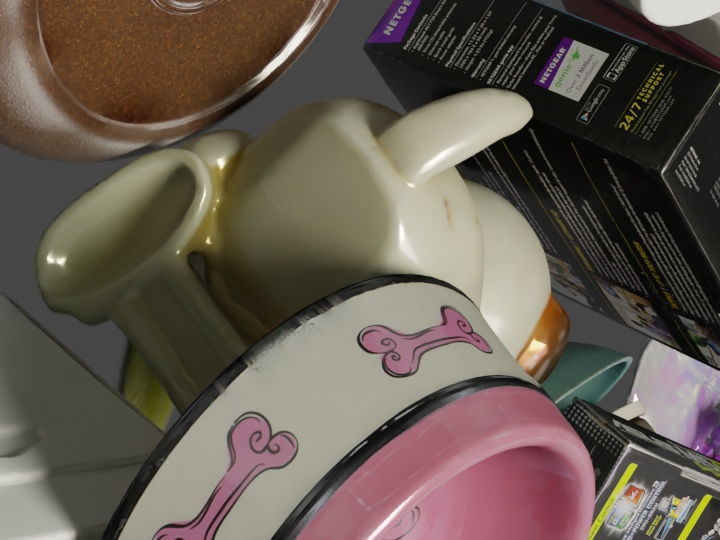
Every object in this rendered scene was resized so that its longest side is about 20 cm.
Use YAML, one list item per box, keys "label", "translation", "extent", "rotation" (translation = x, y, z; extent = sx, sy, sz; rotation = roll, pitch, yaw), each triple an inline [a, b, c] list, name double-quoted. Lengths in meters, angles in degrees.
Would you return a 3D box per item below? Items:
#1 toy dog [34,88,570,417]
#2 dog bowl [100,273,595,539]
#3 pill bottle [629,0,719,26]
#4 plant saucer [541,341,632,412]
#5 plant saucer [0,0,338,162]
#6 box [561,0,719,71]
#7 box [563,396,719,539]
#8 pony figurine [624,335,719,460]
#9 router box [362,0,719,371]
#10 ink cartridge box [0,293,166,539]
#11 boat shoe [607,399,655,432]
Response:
- label: "toy dog"
  translation: [0.000, 0.000, 1.007]
  extent: [0.194, 0.140, 0.200]
  rotation: [-52, 158, 11]
- label: "dog bowl"
  translation: [-0.001, 0.104, 0.888]
  extent: [0.200, 0.074, 0.200]
  rotation: [-35, 145, -29]
- label: "pill bottle"
  translation: [0.065, -0.178, 0.846]
  extent: [0.113, 0.200, 0.113]
  rotation: [-31, 157, -15]
- label: "plant saucer"
  translation: [0.032, 0.090, 1.138]
  extent: [0.200, 0.036, 0.200]
  rotation: [-38, 170, -8]
- label: "plant saucer"
  translation: [-0.063, -0.121, 0.916]
  extent: [0.200, 0.032, 0.200]
  rotation: [-29, 137, -31]
- label: "box"
  translation: [0.166, -0.108, 1.096]
  extent: [0.109, 0.128, 0.200]
  rotation: [-46, 143, -9]
- label: "box"
  translation: [0.104, 0.169, 1.123]
  extent: [0.160, 0.044, 0.200]
  rotation: [24, 100, -38]
- label: "pony figurine"
  translation: [0.168, 0.122, 1.262]
  extent: [0.193, 0.200, 0.167]
  rotation: [-52, 147, -26]
- label: "router box"
  translation: [0.103, -0.034, 1.066]
  extent: [0.051, 0.149, 0.200]
  rotation: [-55, 146, -12]
- label: "ink cartridge box"
  translation: [-0.164, 0.132, 0.915]
  extent: [0.147, 0.146, 0.200]
  rotation: [-6, 124, -45]
- label: "boat shoe"
  translation: [0.066, 0.131, 1.165]
  extent: [0.200, 0.060, 0.072]
  rotation: [-35, 170, -27]
